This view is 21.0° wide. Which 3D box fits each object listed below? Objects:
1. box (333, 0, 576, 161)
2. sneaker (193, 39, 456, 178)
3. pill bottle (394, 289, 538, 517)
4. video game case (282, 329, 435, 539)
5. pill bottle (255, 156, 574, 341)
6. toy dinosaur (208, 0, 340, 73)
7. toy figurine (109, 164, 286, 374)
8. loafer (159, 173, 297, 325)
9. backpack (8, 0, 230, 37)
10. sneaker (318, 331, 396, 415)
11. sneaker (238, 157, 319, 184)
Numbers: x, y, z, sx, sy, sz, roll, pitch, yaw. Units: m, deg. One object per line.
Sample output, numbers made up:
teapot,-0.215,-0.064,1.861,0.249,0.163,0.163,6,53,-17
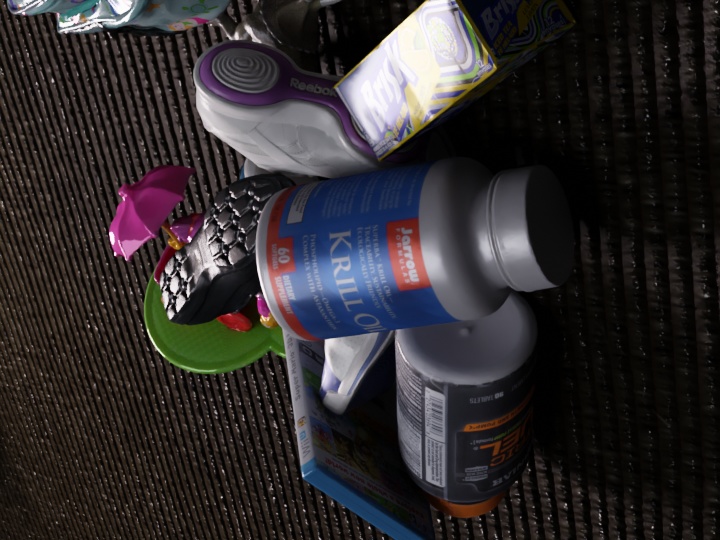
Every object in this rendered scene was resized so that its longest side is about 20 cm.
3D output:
box,0.056,-0.139,1.271,0.064,0.070,0.200,58,155,1
sneaker,-0.026,-0.103,1.406,0.200,0.075,0.100,22,152,2
pill bottle,0.080,0.105,1.475,0.106,0.106,0.200,40,152,31
video game case,-0.004,0.119,1.546,0.143,0.018,0.200,38,-154,-35
pill bottle,0.039,-0.017,1.324,0.200,0.112,0.112,-10,115,28
toy dinosaur,-0.059,-0.154,1.455,0.102,0.077,0.200,51,153,41
toy figurine,-0.125,-0.011,1.607,0.200,0.150,0.184,15,160,26
loafer,-0.089,-0.017,1.481,0.201,0.070,0.068,-44,57,52
backpack,-0.162,-0.249,1.329,0.200,0.150,0.178,8,102,57
sneaker,0.000,-0.001,1.475,0.115,0.080,0.200,37,125,26
sneaker,-0.016,-0.029,1.551,0.200,0.075,0.087,51,140,8
